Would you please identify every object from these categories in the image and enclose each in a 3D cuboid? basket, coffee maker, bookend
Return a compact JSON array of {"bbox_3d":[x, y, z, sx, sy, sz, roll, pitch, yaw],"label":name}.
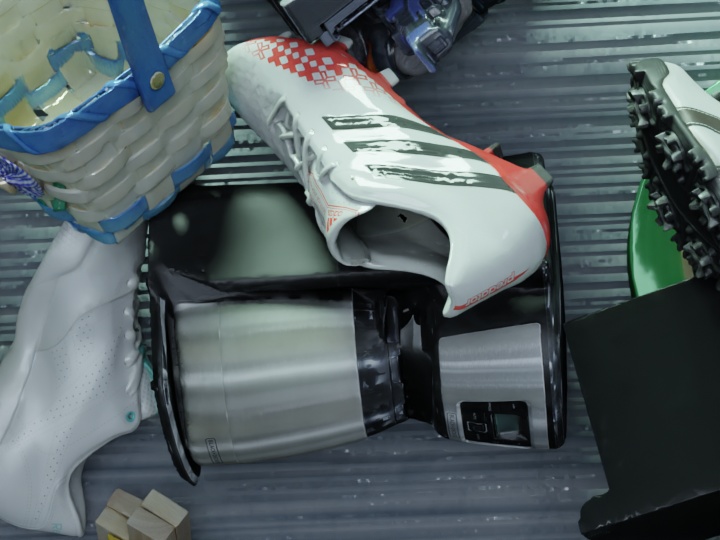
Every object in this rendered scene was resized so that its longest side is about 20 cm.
[{"bbox_3d":[-0.148,-0.120,1.066,0.139,0.201,0.176,-39,44,-25],"label":"basket"},{"bbox_3d":[0.000,0.000,1.132,0.198,0.135,0.194,-6,83,3],"label":"coffee maker"},{"bbox_3d":[0.181,0.010,1.088,0.199,0.092,0.200,-20,68,14],"label":"bookend"}]

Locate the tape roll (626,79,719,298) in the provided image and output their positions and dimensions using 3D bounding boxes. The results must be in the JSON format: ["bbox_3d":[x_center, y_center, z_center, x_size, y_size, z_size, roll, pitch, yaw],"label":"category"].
[{"bbox_3d":[0.234,-0.009,1.158,0.198,0.048,0.202,-1,84,5],"label":"tape roll"}]

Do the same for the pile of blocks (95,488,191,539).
[{"bbox_3d":[-0.099,0.190,1.118,0.081,0.062,0.201,-18,59,-12],"label":"pile of blocks"}]

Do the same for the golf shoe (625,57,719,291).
[{"bbox_3d":[0.193,-0.025,1.012,0.094,0.078,0.201,-29,64,-12],"label":"golf shoe"}]

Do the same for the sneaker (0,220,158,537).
[{"bbox_3d":[-0.133,0.039,1.175,0.088,0.075,0.201,24,96,1],"label":"sneaker"}]

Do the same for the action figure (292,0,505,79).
[{"bbox_3d":[0.054,-0.135,1.145,0.192,0.201,0.105,-26,124,9],"label":"action figure"}]

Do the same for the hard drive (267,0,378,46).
[{"bbox_3d":[-0.008,-0.194,1.131,0.139,0.200,0.038,-38,124,1],"label":"hard drive"}]

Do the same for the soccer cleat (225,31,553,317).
[{"bbox_3d":[-0.002,-0.046,1.061,0.199,0.069,0.085,32,55,28],"label":"soccer cleat"}]
